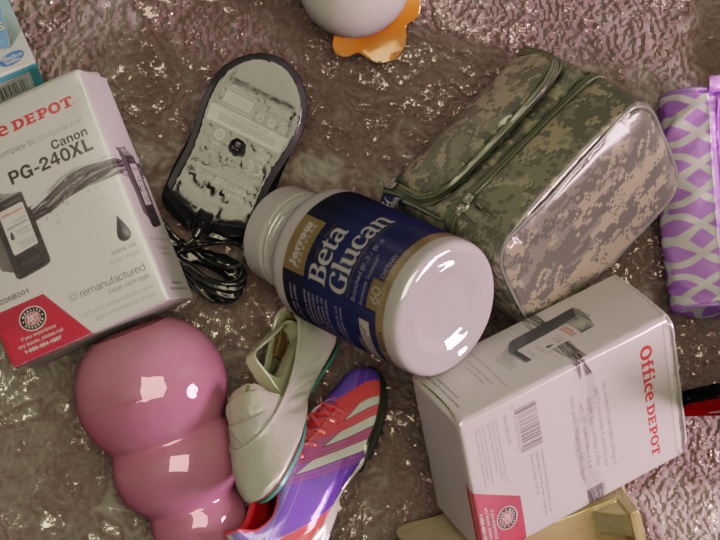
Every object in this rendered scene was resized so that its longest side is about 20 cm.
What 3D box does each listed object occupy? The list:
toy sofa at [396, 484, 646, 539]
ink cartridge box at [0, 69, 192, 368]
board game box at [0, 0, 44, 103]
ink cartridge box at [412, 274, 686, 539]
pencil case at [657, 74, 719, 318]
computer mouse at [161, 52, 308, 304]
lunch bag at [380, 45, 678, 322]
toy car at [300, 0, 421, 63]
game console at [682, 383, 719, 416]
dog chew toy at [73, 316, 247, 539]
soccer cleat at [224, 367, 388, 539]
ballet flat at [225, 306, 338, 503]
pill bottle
[{"bbox_3d":[0.132,0.236,1.733,0.199,0.098,0.083,-20,116,-7],"label":"toy sofa"},{"bbox_3d":[-0.242,-0.042,1.697,0.144,0.083,0.201,-23,86,9],"label":"ink cartridge box"},{"bbox_3d":[-0.361,-0.208,1.711,0.150,0.047,0.201,-23,68,-8],"label":"board game box"},{"bbox_3d":[0.153,0.114,1.692,0.199,0.085,0.146,-24,126,-17],"label":"ink cartridge box"},{"bbox_3d":[0.291,-0.055,1.772,0.083,0.086,0.202,-4,83,-4],"label":"pencil case"},{"bbox_3d":[-0.115,-0.087,1.756,0.138,0.053,0.201,31,93,0],"label":"computer mouse"},{"bbox_3d":[0.131,-0.076,1.732,0.200,0.140,0.168,-46,49,-9],"label":"lunch bag"},{"bbox_3d":[0.001,-0.271,1.749,0.176,0.184,0.201,-31,117,-9],"label":"toy car"},{"bbox_3d":[0.346,0.053,1.707,0.171,0.200,0.120,-1,83,-5],"label":"game console"},{"bbox_3d":[-0.149,0.141,1.694,0.124,0.125,0.201,-21,95,-7],"label":"dog chew toy"},{"bbox_3d":[-0.040,0.152,1.700,0.073,0.068,0.201,37,62,-22],"label":"soccer cleat"},{"bbox_3d":[-0.072,0.100,1.682,0.069,0.070,0.201,25,40,-3],"label":"ballet flat"},{"bbox_3d":[0.000,0.000,1.680,0.111,0.199,0.112,-20,121,-38],"label":"pill bottle"}]
